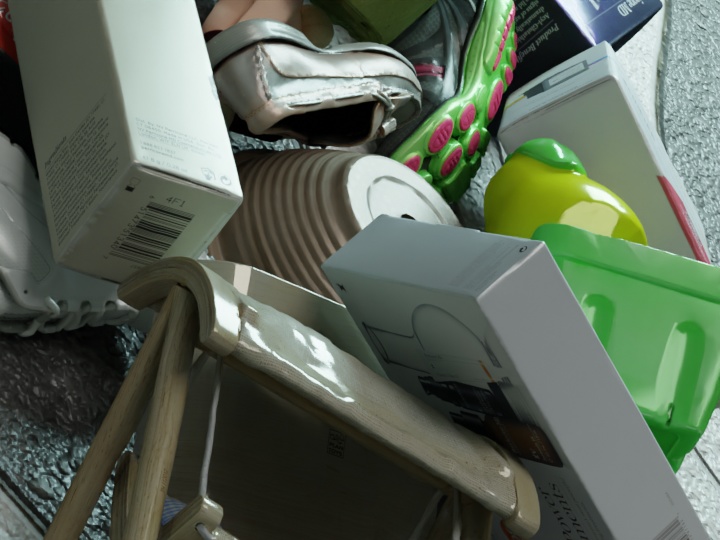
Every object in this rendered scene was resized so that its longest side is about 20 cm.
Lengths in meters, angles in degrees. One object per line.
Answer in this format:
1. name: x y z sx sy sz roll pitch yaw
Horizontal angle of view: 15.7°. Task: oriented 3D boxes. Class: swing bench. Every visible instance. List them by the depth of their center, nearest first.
1. swing bench: -0.033 0.118 1.219 0.198 0.130 0.201 31 63 -25

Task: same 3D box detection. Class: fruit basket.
1. fruit basket: 0.133 0.026 1.481 0.155 0.216 0.216 16 38 -3

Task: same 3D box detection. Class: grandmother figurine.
1. grandmother figurine: -0.079 -0.123 1.550 0.121 0.061 0.200 36 30 -6

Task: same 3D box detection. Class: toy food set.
1. toy food set: -0.033 0.092 1.358 0.199 0.060 0.144 23 66 -41

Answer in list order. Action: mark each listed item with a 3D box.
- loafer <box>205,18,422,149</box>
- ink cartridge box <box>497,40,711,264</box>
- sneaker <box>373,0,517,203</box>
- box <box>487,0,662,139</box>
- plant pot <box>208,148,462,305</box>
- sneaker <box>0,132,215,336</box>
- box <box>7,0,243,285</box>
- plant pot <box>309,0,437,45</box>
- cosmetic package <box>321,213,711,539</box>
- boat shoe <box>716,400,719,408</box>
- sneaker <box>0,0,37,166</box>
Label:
1. loafer: -0.022 -0.093 1.500 0.200 0.072 0.063 9 50 -59
2. ink cartridge box: 0.154 -0.053 1.640 0.148 0.085 0.200 63 8 -6
3. sneaker: 0.041 -0.107 1.682 0.200 0.083 0.077 -63 152 -44
4. box: 0.094 -0.212 1.813 0.200 0.104 0.148 50 31 0
5. plant pot: 0.000 0.000 1.486 0.200 0.093 0.201 33 34 -27
6. sneaker: -0.157 0.001 1.324 0.199 0.074 0.087 25 49 -24
7. box: -0.121 -0.091 1.312 0.068 0.082 0.201 17 42 -33
8. plant pot: 0.025 -0.249 1.634 0.200 0.190 0.200 40 -4 4
9. cosmetic package: 0.079 0.070 1.322 0.052 0.151 0.201 -39 113 -19
10. boat shoe: 0.151 0.066 1.640 0.200 0.072 0.060 -3 14 -40
11. sneaker: -0.147 -0.093 1.420 0.201 0.067 0.108 43 34 -6
